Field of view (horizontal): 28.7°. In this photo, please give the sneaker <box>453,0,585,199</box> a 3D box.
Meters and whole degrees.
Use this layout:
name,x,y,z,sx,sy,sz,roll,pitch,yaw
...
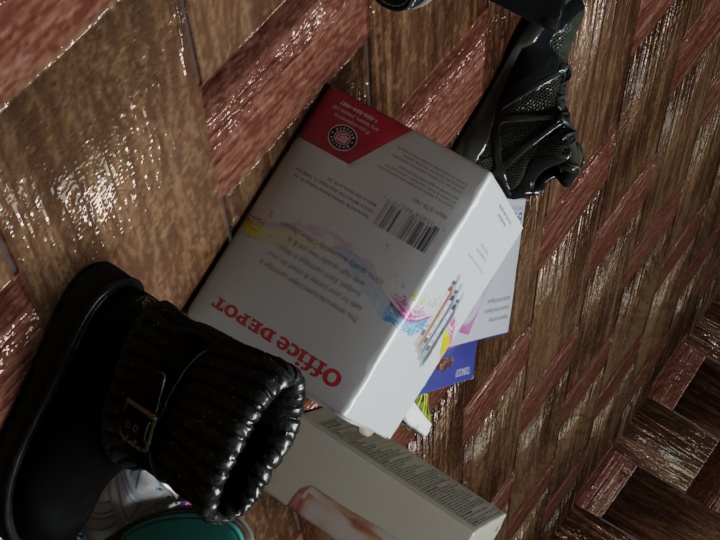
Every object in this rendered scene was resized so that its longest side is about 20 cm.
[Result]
name,x,y,z,sx,sy,sz,roll,pitch,yaw
sneaker,0.177,-0.153,1.298,0.200,0.114,0.076,-62,162,1

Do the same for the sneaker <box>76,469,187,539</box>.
name,x,y,z,sx,sy,sz,roll,pitch,yaw
sneaker,-0.148,0.148,0.982,0.075,0.087,0.200,-43,156,-41

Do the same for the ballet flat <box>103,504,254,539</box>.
name,x,y,z,sx,sy,sz,roll,pitch,yaw
ballet flat,-0.158,0.211,0.980,0.200,0.067,0.064,-24,171,12

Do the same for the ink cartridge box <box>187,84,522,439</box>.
name,x,y,z,sx,sy,sz,roll,pitch,yaw
ink cartridge box,0.000,0.000,1.038,0.200,0.145,0.145,-57,160,-4

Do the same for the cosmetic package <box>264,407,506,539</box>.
name,x,y,z,sx,sy,sz,roll,pitch,yaw
cosmetic package,0.022,0.217,1.321,0.087,0.200,0.103,-63,159,12

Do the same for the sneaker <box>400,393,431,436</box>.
name,x,y,z,sx,sy,sz,roll,pitch,yaw
sneaker,0.046,0.108,1.408,0.085,0.074,0.200,-62,164,-9

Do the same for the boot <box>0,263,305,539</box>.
name,x,y,z,sx,sy,sz,roll,pitch,yaw
boot,-0.133,0.116,0.862,0.079,0.158,0.211,-22,138,-60

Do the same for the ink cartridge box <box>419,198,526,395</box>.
name,x,y,z,sx,sy,sz,roll,pitch,yaw
ink cartridge box,0.107,0.022,1.391,0.196,0.043,0.200,-7,103,-66

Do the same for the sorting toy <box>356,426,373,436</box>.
name,x,y,z,sx,sy,sz,roll,pitch,yaw
sorting toy,0.028,0.023,1.220,0.200,0.036,0.185,-94,-154,-70

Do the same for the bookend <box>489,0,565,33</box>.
name,x,y,z,sx,sy,sz,roll,pitch,yaw
bookend,0.175,-0.325,1.076,0.199,0.092,0.200,-47,158,-32

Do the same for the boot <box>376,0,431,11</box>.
name,x,y,z,sx,sy,sz,roll,pitch,yaw
boot,-0.007,-0.222,0.821,0.154,0.073,0.204,-40,148,-37

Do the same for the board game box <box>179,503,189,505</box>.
name,x,y,z,sx,sy,sz,roll,pitch,yaw
board game box,-0.137,0.201,1.173,0.200,0.032,0.120,-57,156,-6
